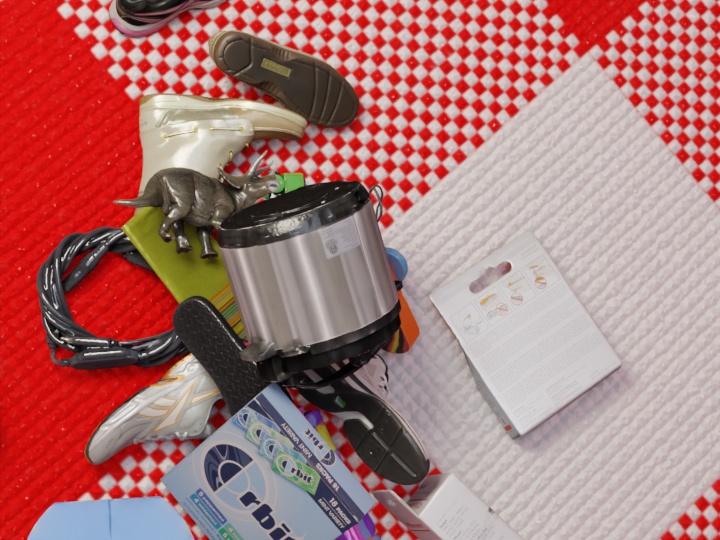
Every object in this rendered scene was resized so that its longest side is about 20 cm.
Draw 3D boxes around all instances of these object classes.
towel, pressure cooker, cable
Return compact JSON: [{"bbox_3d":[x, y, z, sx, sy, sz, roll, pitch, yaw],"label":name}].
[{"bbox_3d":[-0.178,0.006,1.594,0.086,0.018,0.201,-45,104,-33],"label":"towel"},{"bbox_3d":[-0.050,0.022,1.500,0.174,0.179,0.202,-16,103,8],"label":"pressure cooker"},{"bbox_3d":[-0.266,0.029,1.621,0.197,0.051,0.166,-7,75,-5],"label":"cable"}]

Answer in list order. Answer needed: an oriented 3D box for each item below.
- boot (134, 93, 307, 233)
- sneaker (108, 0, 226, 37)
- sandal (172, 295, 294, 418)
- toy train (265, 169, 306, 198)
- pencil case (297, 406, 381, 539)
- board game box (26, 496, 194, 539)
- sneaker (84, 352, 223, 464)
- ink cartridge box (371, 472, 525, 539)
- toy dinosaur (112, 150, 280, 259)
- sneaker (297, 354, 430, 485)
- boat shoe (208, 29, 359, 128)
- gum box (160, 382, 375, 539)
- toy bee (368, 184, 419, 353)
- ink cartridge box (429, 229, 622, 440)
[{"bbox_3d":[-0.163,-0.121,1.656,0.197,0.072,0.157,4,81,-10],"label":"boot"},{"bbox_3d":[-0.203,-0.346,1.678,0.199,0.086,0.081,-39,91,-15],"label":"sneaker"},{"bbox_3d":[-0.130,0.111,1.568,0.075,0.045,0.201,-39,83,22],"label":"sandal"},{"bbox_3d":[-0.082,-0.020,1.670,0.056,0.042,0.203,-2,80,-22],"label":"toy train"},{"bbox_3d":[-0.043,0.255,1.605,0.088,0.088,0.202,-27,88,-14],"label":"pencil case"},{"bbox_3d":[-0.278,0.336,1.570,0.197,0.039,0.160,-1,75,-17],"label":"board game box"},{"bbox_3d":[-0.215,0.167,1.595,0.199,0.076,0.092,-36,93,-14],"label":"sneaker"},{"bbox_3d":[0.114,0.295,1.613,0.200,0.116,0.067,43,75,-2],"label":"ink cartridge box"},{"bbox_3d":[-0.187,-0.074,1.565,0.198,0.077,0.104,2,67,-28],"label":"toy dinosaur"},{"bbox_3d":[0.024,0.149,1.607,0.200,0.076,0.115,43,32,18],"label":"sneaker"},{"bbox_3d":[-0.091,-0.235,1.689,0.199,0.076,0.072,28,95,-28],"label":"boat shoe"},{"bbox_3d":[-0.104,0.240,1.545,0.170,0.200,0.045,49,39,1],"label":"gum box"},{"bbox_3d":[0.000,0.000,1.653,0.107,0.131,0.203,-2,98,28],"label":"toy bee"},{"bbox_3d":[0.195,0.078,1.711,0.161,0.050,0.201,-32,79,-14],"label":"ink cartridge box"}]
